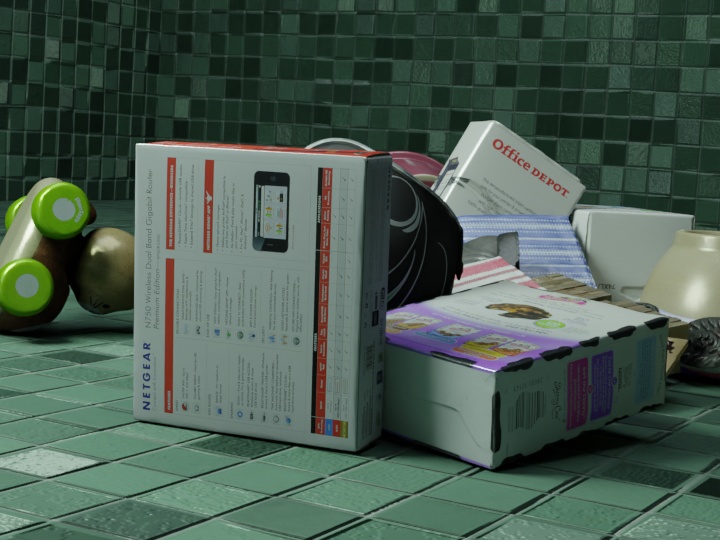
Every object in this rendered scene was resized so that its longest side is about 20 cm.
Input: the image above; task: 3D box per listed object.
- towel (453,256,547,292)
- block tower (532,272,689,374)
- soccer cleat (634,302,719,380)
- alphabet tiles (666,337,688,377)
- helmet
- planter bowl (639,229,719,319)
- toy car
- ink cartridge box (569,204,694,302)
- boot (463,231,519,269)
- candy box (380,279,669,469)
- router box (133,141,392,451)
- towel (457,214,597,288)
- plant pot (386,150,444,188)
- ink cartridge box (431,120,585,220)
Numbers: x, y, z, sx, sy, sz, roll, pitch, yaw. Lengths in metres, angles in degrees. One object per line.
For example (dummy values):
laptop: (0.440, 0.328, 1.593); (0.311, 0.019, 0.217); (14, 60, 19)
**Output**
towel: (0.112, 0.050, 1.212); (0.145, 0.030, 0.200); (-14, 29, -22)
block tower: (0.236, 0.055, 1.341); (0.054, 0.058, 0.200); (-10, 17, -28)
soccer cleat: (0.321, 0.077, 1.348); (0.073, 0.069, 0.199); (27, -11, -28)
alphabet tiles: (0.183, 0.074, 1.213); (0.198, 0.008, 0.167); (7, 27, 30)
helmet: (-0.027, 0.008, 1.116); (0.199, 0.192, 0.200); (29, -13, 7)
planter bowl: (0.406, 0.025, 1.503); (0.198, 0.136, 0.200); (4, 6, 0)
toy car: (-0.272, 0.014, 1.379); (0.199, 0.159, 0.164); (29, -14, -22)
ink cartridge box: (0.297, -0.005, 1.675); (0.145, 0.148, 0.200); (2, 5, -17)
boot: (0.103, 0.030, 1.410); (0.130, 0.070, 0.201); (-2, 30, 6)
candy box: (0.103, 0.069, 1.002); (0.199, 0.072, 0.167); (-12, 17, -41)
router box: (-0.071, 0.013, 0.949); (0.178, 0.202, 0.049); (6, 9, 22)
towel: (0.189, 0.013, 1.496); (0.143, 0.024, 0.201); (0, 45, -13)
plant pot: (0.061, -0.056, 1.725); (0.198, 0.202, 0.179); (3, 0, -9)
ink cartridge box: (0.149, -0.056, 1.605); (0.144, 0.201, 0.084); (32, -2, -15)
